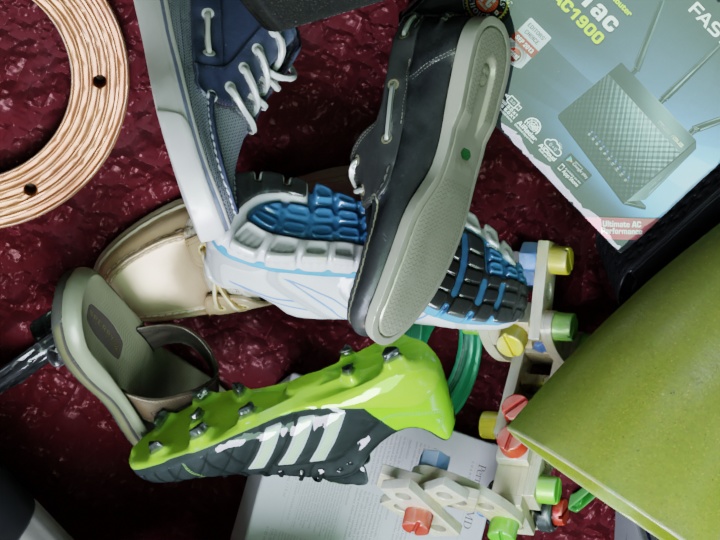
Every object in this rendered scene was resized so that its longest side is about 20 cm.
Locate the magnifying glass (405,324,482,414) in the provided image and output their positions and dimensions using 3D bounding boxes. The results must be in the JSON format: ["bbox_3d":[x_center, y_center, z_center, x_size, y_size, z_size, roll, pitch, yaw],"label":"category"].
[{"bbox_3d":[0.041,0.010,1.727,0.022,0.080,0.200,17,135,29],"label":"magnifying glass"}]

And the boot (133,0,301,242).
[{"bbox_3d":[-0.074,-0.111,1.617,0.090,0.200,0.073,-14,147,0],"label":"boot"}]

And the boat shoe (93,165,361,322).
[{"bbox_3d":[-0.070,-0.010,1.723,0.200,0.069,0.074,-19,114,4],"label":"boat shoe"}]

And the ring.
[{"bbox_3d":[-0.240,-0.118,1.689,0.200,0.019,0.201,-2,113,-4],"label":"ring"}]

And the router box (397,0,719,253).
[{"bbox_3d":[0.144,-0.132,1.667,0.200,0.062,0.150,45,103,-5],"label":"router box"}]

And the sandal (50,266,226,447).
[{"bbox_3d":[-0.121,0.064,1.709,0.057,0.080,0.201,-13,147,21],"label":"sandal"}]

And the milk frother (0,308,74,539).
[{"bbox_3d":[-0.196,0.149,1.723,0.200,0.181,0.188,-35,110,16],"label":"milk frother"}]

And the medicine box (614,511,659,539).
[{"bbox_3d":[0.274,0.214,1.789,0.200,0.182,0.103,-2,114,-4],"label":"medicine box"}]

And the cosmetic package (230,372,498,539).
[{"bbox_3d":[-0.007,0.184,1.763,0.151,0.052,0.200,20,70,-11],"label":"cosmetic package"}]

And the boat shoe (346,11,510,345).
[{"bbox_3d":[0.027,-0.054,1.608,0.068,0.072,0.200,12,79,25],"label":"boat shoe"}]

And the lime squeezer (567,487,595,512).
[{"bbox_3d":[0.202,0.110,1.774,0.038,0.200,0.071,40,62,-26],"label":"lime squeezer"}]

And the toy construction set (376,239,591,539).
[{"bbox_3d":[0.091,0.090,1.730,0.092,0.200,0.131,18,156,27],"label":"toy construction set"}]

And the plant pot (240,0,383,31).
[{"bbox_3d":[-0.019,-0.253,1.562,0.199,0.200,0.178,-17,124,2],"label":"plant pot"}]

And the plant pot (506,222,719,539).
[{"bbox_3d":[0.217,0.062,1.634,0.187,0.187,0.200,35,86,-18],"label":"plant pot"}]

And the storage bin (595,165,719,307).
[{"bbox_3d":[0.259,0.016,1.751,0.135,0.094,0.200,-43,110,13],"label":"storage bin"}]

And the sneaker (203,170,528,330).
[{"bbox_3d":[0.000,0.000,1.664,0.200,0.075,0.087,16,146,-7],"label":"sneaker"}]

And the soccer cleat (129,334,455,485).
[{"bbox_3d":[-0.040,0.099,1.663,0.200,0.068,0.081,-19,115,13],"label":"soccer cleat"}]
